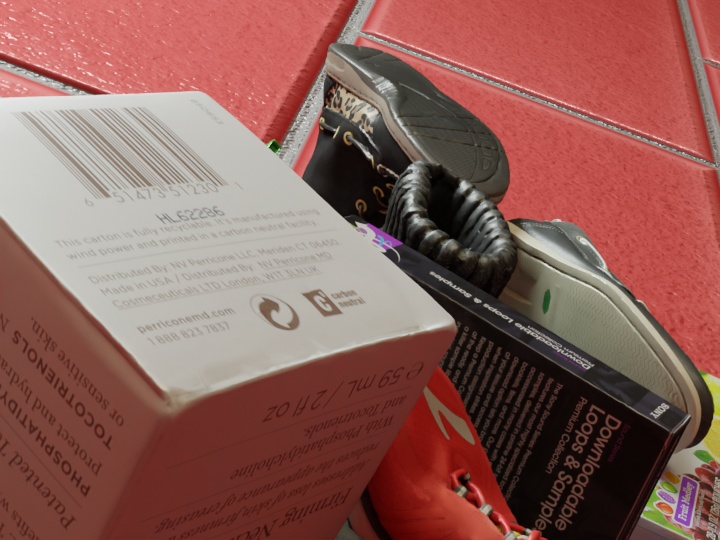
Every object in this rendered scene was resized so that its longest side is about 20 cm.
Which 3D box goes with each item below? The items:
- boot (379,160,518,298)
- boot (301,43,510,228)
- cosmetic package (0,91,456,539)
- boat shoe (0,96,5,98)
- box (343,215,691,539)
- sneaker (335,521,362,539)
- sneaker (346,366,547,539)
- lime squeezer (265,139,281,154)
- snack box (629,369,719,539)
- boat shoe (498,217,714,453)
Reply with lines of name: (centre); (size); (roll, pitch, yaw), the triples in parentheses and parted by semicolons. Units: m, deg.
boot: (0.002, 0.000, 0.865); (0.079, 0.159, 0.211); (1, 31, -35)
boot: (0.013, -0.041, 0.964); (0.073, 0.151, 0.200); (4, 28, -33)
cosmetic package: (-0.103, 0.058, 0.597); (0.166, 0.201, 0.167); (42, 30, 25)
boat shoe: (-0.204, -0.055, 0.921); (0.199, 0.076, 0.074); (8, 31, -24)
box: (0.045, 0.082, 0.754); (0.199, 0.144, 0.036); (32, 26, 22)
sneaker: (-0.026, 0.119, 0.713); (0.199, 0.076, 0.092); (26, 31, 15)
sneaker: (0.058, 0.120, 0.639); (0.077, 0.085, 0.201); (-25, 93, -43)
lime squeezer: (-0.088, -0.017, 0.946); (0.070, 0.038, 0.200); (-20, 23, 14)
snack box: (0.132, 0.102, 0.868); (0.168, 0.068, 0.200); (25, 24, 8)
boat shoe: (0.138, 0.028, 0.856); (0.067, 0.072, 0.200); (-2, 31, -30)
